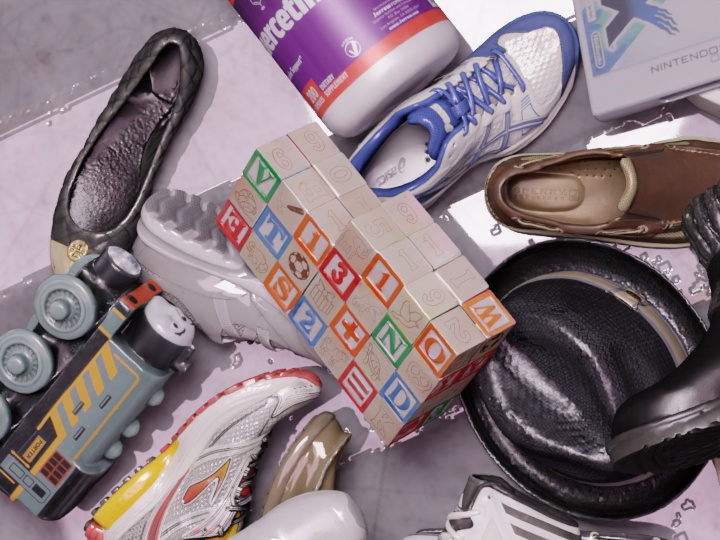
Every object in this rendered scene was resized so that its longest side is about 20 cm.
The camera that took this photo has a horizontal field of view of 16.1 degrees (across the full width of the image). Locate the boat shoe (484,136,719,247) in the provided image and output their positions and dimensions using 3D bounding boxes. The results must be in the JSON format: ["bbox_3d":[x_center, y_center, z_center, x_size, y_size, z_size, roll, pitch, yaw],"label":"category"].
[{"bbox_3d":[0.184,-0.051,1.728,0.201,0.075,0.075,-5,89,3],"label":"boat shoe"}]

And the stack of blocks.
[{"bbox_3d":[0.000,0.000,1.691,0.200,0.058,0.115,51,139,15],"label":"stack of blocks"}]

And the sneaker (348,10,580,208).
[{"bbox_3d":[0.070,-0.102,1.743,0.200,0.088,0.075,-42,82,4],"label":"sneaker"}]

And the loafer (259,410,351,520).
[{"bbox_3d":[-0.039,0.195,1.762,0.067,0.076,0.201,19,101,7],"label":"loafer"}]

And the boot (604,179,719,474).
[{"bbox_3d":[0.232,0.028,1.643,0.210,0.079,0.158,-24,66,0],"label":"boot"}]

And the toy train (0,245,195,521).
[{"bbox_3d":[-0.198,0.078,1.765,0.114,0.085,0.200,42,111,3],"label":"toy train"}]

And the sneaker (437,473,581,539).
[{"bbox_3d":[0.052,0.193,1.681,0.199,0.076,0.116,-4,89,4],"label":"sneaker"}]

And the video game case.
[{"bbox_3d":[0.224,-0.217,1.706,0.181,0.022,0.201,-16,68,23],"label":"video game case"}]

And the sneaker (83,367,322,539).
[{"bbox_3d":[-0.096,0.143,1.767,0.200,0.078,0.082,-45,78,14],"label":"sneaker"}]

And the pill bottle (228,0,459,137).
[{"bbox_3d":[-0.031,-0.197,1.746,0.112,0.112,0.200,-39,84,5],"label":"pill bottle"}]

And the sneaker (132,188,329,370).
[{"bbox_3d":[-0.072,0.021,1.781,0.199,0.075,0.082,32,127,3],"label":"sneaker"}]

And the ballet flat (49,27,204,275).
[{"bbox_3d":[-0.170,-0.080,1.790,0.066,0.057,0.201,24,93,8],"label":"ballet flat"}]

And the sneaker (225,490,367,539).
[{"bbox_3d":[-0.082,0.214,1.696,0.200,0.080,0.071,-33,85,16],"label":"sneaker"}]

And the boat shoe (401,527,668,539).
[{"bbox_3d":[0.123,0.194,1.740,0.199,0.070,0.066,3,50,26],"label":"boat shoe"}]

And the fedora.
[{"bbox_3d":[0.140,0.077,1.705,0.200,0.092,0.202,2,94,25],"label":"fedora"}]

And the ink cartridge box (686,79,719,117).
[{"bbox_3d":[0.318,-0.131,1.684,0.199,0.067,0.117,28,90,29],"label":"ink cartridge box"}]

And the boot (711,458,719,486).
[{"bbox_3d":[0.304,0.092,1.700,0.155,0.073,0.201,-12,104,15],"label":"boot"}]
